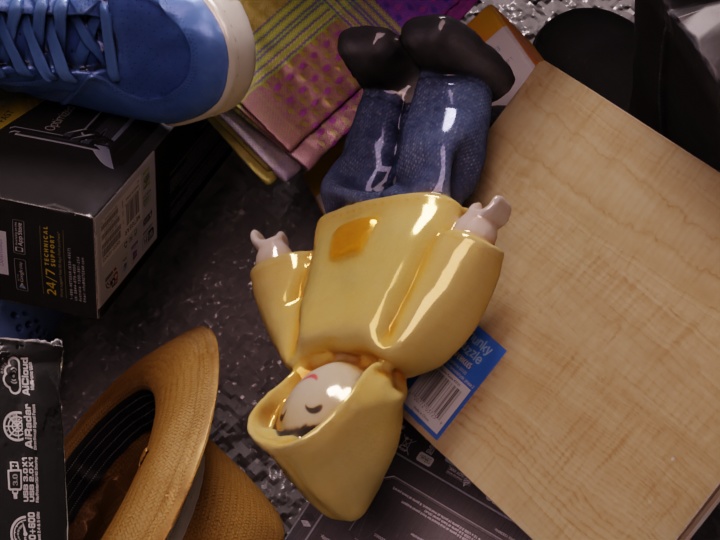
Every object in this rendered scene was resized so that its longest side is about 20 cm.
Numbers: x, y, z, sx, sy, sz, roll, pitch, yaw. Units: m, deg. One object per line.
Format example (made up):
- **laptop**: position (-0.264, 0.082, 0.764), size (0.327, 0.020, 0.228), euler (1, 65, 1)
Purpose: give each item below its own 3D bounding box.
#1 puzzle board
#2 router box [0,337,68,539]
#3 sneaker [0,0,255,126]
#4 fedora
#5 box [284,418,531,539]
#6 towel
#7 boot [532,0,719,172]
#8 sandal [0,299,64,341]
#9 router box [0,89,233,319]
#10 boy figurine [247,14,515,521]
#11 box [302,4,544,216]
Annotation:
- **puzzle board**: position (0.086, 0.019, 0.762), size (0.151, 0.017, 0.200), euler (-53, 43, 4)
- **router box**: position (-0.177, 0.116, 0.741), size (0.062, 0.200, 0.151), euler (5, 74, -35)
- **sneaker**: position (-0.146, -0.093, 0.807), size (0.199, 0.077, 0.111), euler (20, 30, 33)
- **fedora**: position (-0.088, 0.118, 0.808), size (0.082, 0.200, 0.201), euler (35, 73, -16)
- **box**: position (0.051, 0.166, 0.810), size (0.200, 0.048, 0.159), euler (28, 74, 20)
- **towel**: position (-0.019, -0.146, 0.888), size (0.144, 0.023, 0.200), euler (43, 67, 4)
- **boot**: position (0.123, -0.093, 0.827), size (0.066, 0.200, 0.165), euler (-32, 65, -5)
- **sandal**: position (-0.173, 0.063, 0.884), size (0.087, 0.079, 0.200), euler (34, 84, 18)
- **router box**: position (-0.149, -0.063, 0.887), size (0.157, 0.052, 0.200), euler (12, 33, 14)
- **boy figurine**: position (0.000, 0.000, 0.792), size (0.124, 0.064, 0.201), euler (0, 63, 38)
- **box**: position (0.060, -0.011, 0.841), size (0.119, 0.041, 0.200), euler (-41, 48, 14)
